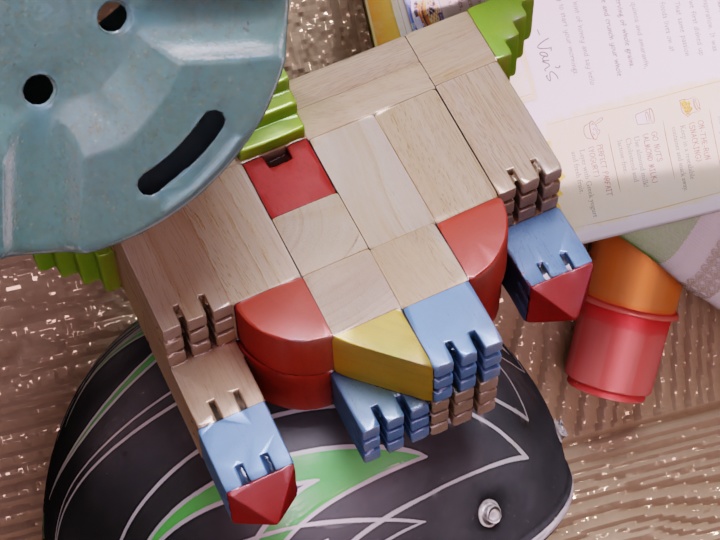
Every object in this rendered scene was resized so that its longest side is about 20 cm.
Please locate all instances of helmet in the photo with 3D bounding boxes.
[{"bbox_3d":[-0.023,0.091,0.780,0.199,0.200,0.192,13,108,-16],"label":"helmet"}]

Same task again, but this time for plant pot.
[{"bbox_3d":[-0.119,-0.111,0.623,0.199,0.196,0.201,-9,120,-16],"label":"plant pot"}]

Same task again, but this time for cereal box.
[{"bbox_3d":[0.106,-0.090,0.769,0.199,0.040,0.145,-13,101,1],"label":"cereal box"}]

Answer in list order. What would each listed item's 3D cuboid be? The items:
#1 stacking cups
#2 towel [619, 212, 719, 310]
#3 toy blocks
[{"bbox_3d":[0.127,-0.043,0.861,0.060,0.061,0.201,13,100,-16],"label":"stacking cups"},{"bbox_3d":[0.206,-0.039,0.858,0.200,0.031,0.150,30,90,-37],"label":"towel"},{"bbox_3d":[0.000,0.000,0.683,0.199,0.100,0.137,-23,62,-12],"label":"toy blocks"}]
